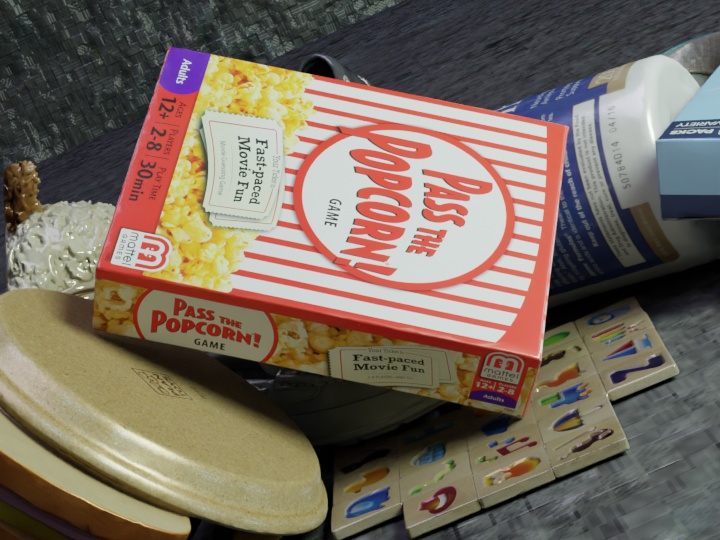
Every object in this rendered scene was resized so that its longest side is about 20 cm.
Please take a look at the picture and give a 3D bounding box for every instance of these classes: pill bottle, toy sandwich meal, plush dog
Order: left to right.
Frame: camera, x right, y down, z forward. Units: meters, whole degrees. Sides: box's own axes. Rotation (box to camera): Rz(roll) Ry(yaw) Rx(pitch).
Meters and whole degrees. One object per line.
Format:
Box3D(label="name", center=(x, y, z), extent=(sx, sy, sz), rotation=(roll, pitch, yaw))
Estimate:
Box3D(label="toy sandwich meal", center=(-0.104, 0.081, 0.880), extent=(0.070, 0.205, 0.205), rotation=(-60, 6, 11))
Box3D(label="plush dog", center=(-0.155, 0.003, 1.363), extent=(0.172, 0.161, 0.200), rotation=(-2, 8, -10))
Box3D(label="pill bottle", center=(0.089, -0.034, 1.061), extent=(0.200, 0.111, 0.111), rotation=(-17, 13, 28))

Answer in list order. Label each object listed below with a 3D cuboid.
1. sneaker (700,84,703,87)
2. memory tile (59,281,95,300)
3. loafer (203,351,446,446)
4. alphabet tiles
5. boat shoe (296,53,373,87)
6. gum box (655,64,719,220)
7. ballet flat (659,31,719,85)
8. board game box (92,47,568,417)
Box3D(label="sneaker", center=(0.222, -0.085, 1.157), extent=(0.200, 0.074, 0.079), rotation=(-24, 19, 34))
Box3D(label="memory tile", center=(-0.112, 0.022, 1.216), extent=(0.200, 0.017, 0.153), rotation=(-20, -21, -22))
Box3D(label="loafer", center=(-0.026, 0.050, 0.985), extent=(0.200, 0.070, 0.070), rotation=(-18, 13, 26))
Box3D(label="alphabet tiles", center=(0.064, 0.069, 0.918), extent=(0.167, 0.008, 0.200), rotation=(-23, 12, 5))
Box3D(label="boat shoe", center=(-0.035, -0.033, 1.128), extent=(0.073, 0.063, 0.200), rotation=(-1, 59, 27))
Box3D(label="gum box", center=(0.254, -0.077, 0.981), extent=(0.170, 0.045, 0.200), rotation=(2, 23, 25))
Box3D(label="ballet flat", center=(0.179, -0.089, 1.299), extent=(0.200, 0.067, 0.062), rotation=(-28, 39, 0))
Box3D(label="board game box", center=(-0.010, -0.021, 0.929), extent=(0.200, 0.046, 0.152), rotation=(11, 48, 0))
